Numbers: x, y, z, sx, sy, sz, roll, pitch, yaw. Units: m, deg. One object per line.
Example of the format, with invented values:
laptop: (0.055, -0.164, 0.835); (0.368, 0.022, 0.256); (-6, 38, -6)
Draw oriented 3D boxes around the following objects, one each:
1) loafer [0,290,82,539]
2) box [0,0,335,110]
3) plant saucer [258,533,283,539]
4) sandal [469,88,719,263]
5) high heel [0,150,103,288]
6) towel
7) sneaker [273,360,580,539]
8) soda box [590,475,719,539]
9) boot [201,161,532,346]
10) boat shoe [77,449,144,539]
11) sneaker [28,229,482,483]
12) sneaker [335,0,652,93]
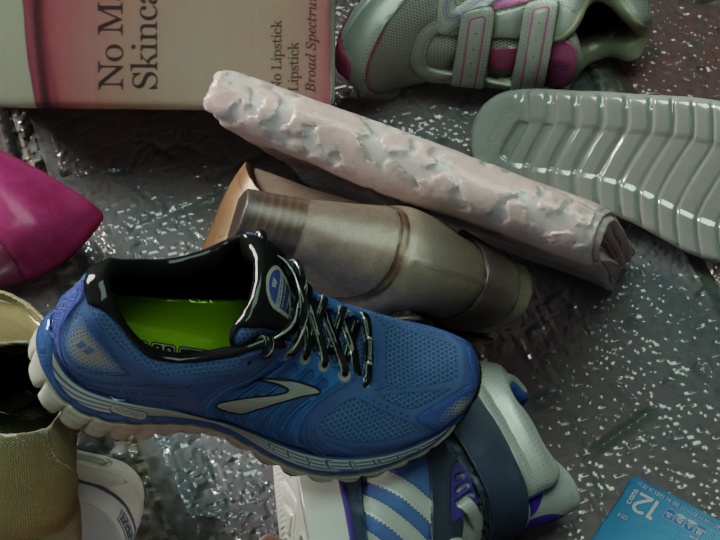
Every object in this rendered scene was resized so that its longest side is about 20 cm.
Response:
loafer: (-0.159, 0.056, 0.919); (0.076, 0.068, 0.200); (-2, 29, -19)
box: (-0.113, -0.154, 1.101); (0.199, 0.129, 0.109); (0, 10, -2)
plant saucer: (-0.039, 0.241, 0.794); (0.200, 0.037, 0.200); (54, 45, -8)
sandal: (0.161, -0.060, 1.102); (0.202, 0.083, 0.050); (18, 10, 14)
high heel: (-0.220, -0.073, 1.093); (0.096, 0.067, 0.201); (-28, 72, -11)
towel: (0.036, -0.040, 1.013); (0.199, 0.191, 0.032); (20, 88, 13)
sneaker: (0.040, 0.128, 0.933); (0.146, 0.081, 0.201); (0, 61, -14)
soda box: (0.190, 0.177, 0.904); (0.199, 0.068, 0.064); (28, 55, 19)
boot: (0.000, 0.000, 1.004); (0.145, 0.200, 0.071); (18, 88, -10)
boat shoe: (-0.199, 0.102, 0.963); (0.199, 0.071, 0.070); (5, 24, 7)
sneaker: (-0.036, 0.035, 0.866); (0.199, 0.089, 0.079); (6, 54, -22)
sneaker: (0.082, -0.140, 1.147); (0.199, 0.082, 0.088); (-20, 53, -16)
